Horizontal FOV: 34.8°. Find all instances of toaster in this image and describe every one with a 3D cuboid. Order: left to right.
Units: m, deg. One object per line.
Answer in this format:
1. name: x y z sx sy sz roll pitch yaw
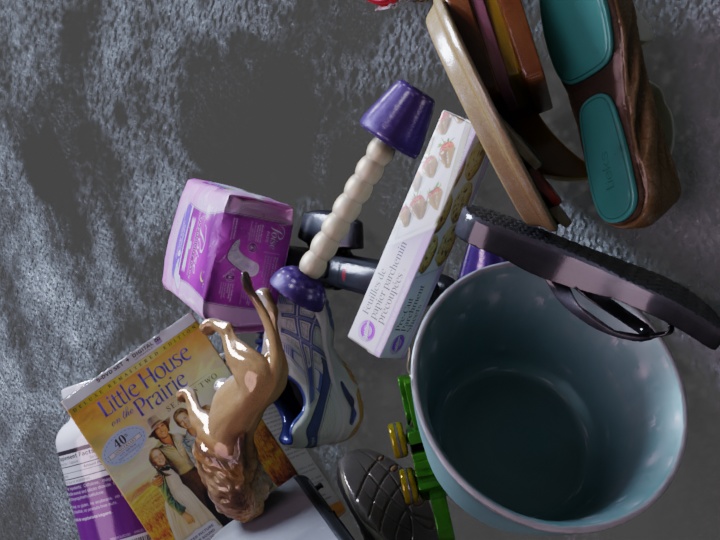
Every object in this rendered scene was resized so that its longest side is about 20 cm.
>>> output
1. toaster: -0.028 0.302 0.978 0.182 0.118 0.200 64 168 -20

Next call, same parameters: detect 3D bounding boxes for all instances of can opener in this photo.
1. can opener: 0.000 0.000 1.015 0.199 0.063 0.080 20 113 46

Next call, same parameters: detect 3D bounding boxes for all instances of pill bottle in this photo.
1. pill bottle: -0.227 0.203 1.111 0.112 0.111 0.203 -21 83 49

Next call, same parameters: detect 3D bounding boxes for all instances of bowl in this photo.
1. bowl: 0.122 0.105 0.822 0.202 0.199 0.105 58 156 22

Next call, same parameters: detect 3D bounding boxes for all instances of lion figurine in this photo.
1. lion figurine: -0.101 0.113 0.977 0.123 0.072 0.202 57 142 40

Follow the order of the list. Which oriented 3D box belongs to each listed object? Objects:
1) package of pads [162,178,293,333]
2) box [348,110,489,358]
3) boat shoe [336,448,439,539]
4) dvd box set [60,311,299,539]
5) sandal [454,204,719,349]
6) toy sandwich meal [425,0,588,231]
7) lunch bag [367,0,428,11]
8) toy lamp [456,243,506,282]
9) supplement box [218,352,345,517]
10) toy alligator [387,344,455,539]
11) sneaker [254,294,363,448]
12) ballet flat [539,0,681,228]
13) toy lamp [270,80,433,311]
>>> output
1. package of pads: -0.131 -0.018 1.097 0.200 0.075 0.122 -157 77 -68
2. box: 0.051 -0.027 0.922 0.038 0.041 0.202 30 102 34
3. boat shoe: 0.035 0.252 1.021 0.201 0.074 0.074 53 135 28
4. dvd box set: -0.160 0.161 1.056 0.201 0.145 0.029 57 168 0
5. sandal: 0.156 0.010 0.794 0.198 0.076 0.043 24 105 20
6. toy sandwich meal: 0.109 -0.126 0.804 0.070 0.205 0.207 -27 75 11
7. lunch bag: 0.030 -0.315 0.905 0.176 0.081 0.202 39 127 33
8. toy lamp: 0.102 0.071 0.918 0.058 0.058 0.203 13 109 47
9. supplement box: -0.123 0.199 1.156 0.126 0.073 0.201 -43 73 27
10. toy alligator: 0.053 0.132 0.994 0.054 0.058 0.203 80 177 -87
11. sneaker: -0.070 0.073 1.095 0.075 0.087 0.202 -48 61 45
12. ballet flat: 0.175 -0.129 0.775 0.068 0.072 0.203 -24 79 54
13. toy lamp: -0.003 -0.063 0.958 0.058 0.058 0.202 37 103 38
